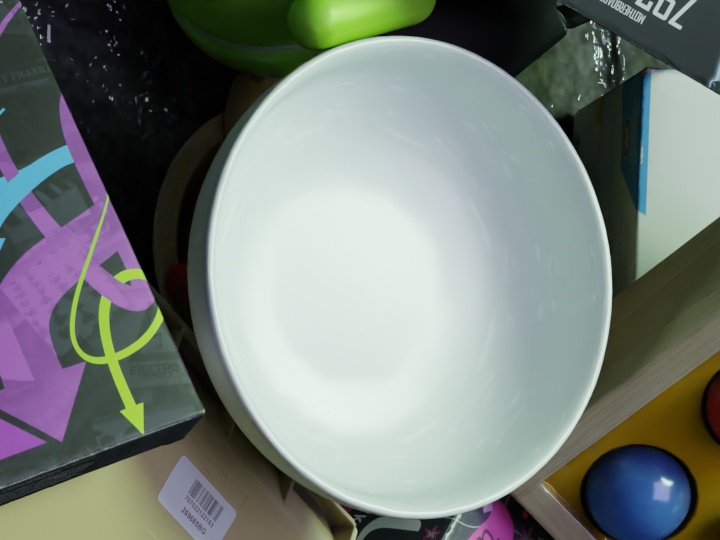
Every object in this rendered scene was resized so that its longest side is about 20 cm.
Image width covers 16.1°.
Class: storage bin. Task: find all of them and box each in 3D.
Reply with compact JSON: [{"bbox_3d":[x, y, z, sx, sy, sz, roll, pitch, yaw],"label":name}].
[{"bbox_3d":[-0.119,0.127,1.057,0.200,0.093,0.199,51,54,-32],"label":"storage bin"}]

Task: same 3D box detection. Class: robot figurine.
[{"bbox_3d":[-0.040,-0.164,1.100,0.116,0.175,0.200,-42,151,-16],"label":"robot figurine"}]

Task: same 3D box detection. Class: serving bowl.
[{"bbox_3d":[0.008,0.005,1.077,0.199,0.066,0.202,4,82,-32],"label":"serving bowl"}]

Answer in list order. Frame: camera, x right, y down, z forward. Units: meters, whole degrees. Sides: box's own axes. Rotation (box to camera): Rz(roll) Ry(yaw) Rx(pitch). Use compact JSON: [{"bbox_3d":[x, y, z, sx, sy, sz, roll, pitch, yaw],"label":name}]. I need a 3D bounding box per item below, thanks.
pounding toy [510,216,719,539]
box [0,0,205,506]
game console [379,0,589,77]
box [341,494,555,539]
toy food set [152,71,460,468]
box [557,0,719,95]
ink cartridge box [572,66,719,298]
[{"bbox_3d":[0.195,0.096,1.145,0.200,0.184,0.142,46,24,-13],"label":"pounding toy"},{"bbox_3d":[-0.163,-0.008,0.972,0.142,0.036,0.201,-20,76,-28],"label":"box"},{"bbox_3d":[0.033,-0.200,1.284,0.200,0.116,0.176,57,22,-30],"label":"game console"},{"bbox_3d":[0.011,0.192,1.177,0.132,0.114,0.201,53,53,-32],"label":"box"},{"bbox_3d":[0.000,0.000,1.164,0.198,0.049,0.200,38,51,-6],"label":"toy food set"},{"bbox_3d":[0.100,-0.139,1.141,0.160,0.200,0.044,28,98,-15],"label":"box"},{"bbox_3d":[0.181,-0.026,1.311,0.124,0.200,0.130,3,87,-5],"label":"ink cartridge box"}]
